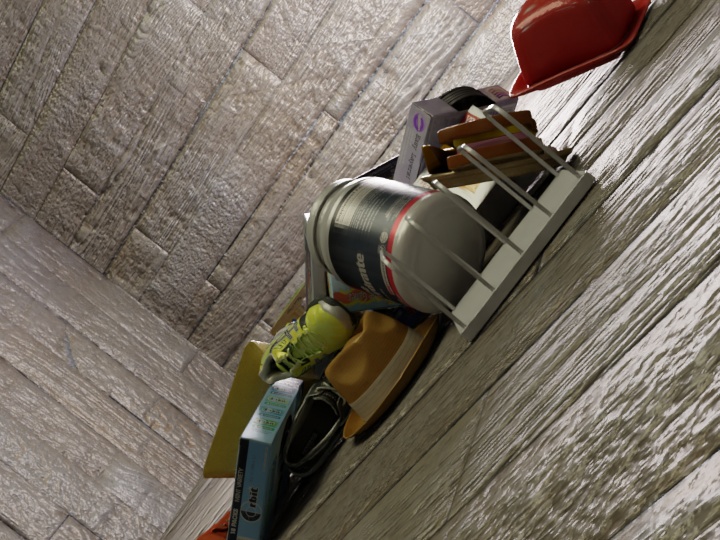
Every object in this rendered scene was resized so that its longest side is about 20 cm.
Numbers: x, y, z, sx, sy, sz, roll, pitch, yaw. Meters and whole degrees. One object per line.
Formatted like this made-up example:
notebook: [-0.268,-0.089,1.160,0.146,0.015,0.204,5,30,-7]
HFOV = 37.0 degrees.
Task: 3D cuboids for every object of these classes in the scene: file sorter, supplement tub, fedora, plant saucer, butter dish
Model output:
file sorter: [0.122,-0.053,1.113,0.201,0.124,0.139,-53,3,5]
supplement tub: [0.040,-0.036,1.300,0.199,0.141,0.141,17,64,49]
fedora: [0.014,0.108,1.291,0.202,0.081,0.201,-53,4,5]
plant saucer: [-0.122,0.212,1.547,0.199,0.048,0.203,17,-88,-59]
butter dish: [0.287,-0.362,1.516,0.198,0.149,0.200,-19,24,34]

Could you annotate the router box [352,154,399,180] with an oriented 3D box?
router box: [0.070,-0.102,1.752,0.199,0.150,0.062,-32,-12,-50]

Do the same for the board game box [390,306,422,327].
board game box: [0.093,0.016,1.598,0.136,0.034,0.200,-53,4,3]

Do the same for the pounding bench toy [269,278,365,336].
pounding bench toy: [-0.018,0.051,1.715,0.201,0.155,0.124,-53,3,18]

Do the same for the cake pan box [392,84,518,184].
cake pan box: [0.131,-0.162,1.543,0.183,0.052,0.202,-21,-44,-39]

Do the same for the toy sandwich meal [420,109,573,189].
toy sandwich meal: [0.156,-0.145,1.275,0.202,0.071,0.205,-11,5,1]

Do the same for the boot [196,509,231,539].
boot: [-0.178,0.362,1.466,0.107,0.075,0.200,-48,1,-14]

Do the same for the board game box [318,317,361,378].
board game box: [-0.045,0.171,1.501,0.105,0.023,0.202,134,155,-60]

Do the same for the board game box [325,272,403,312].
board game box: [0.000,0.000,1.514,0.200,0.103,0.105,-174,77,-84]

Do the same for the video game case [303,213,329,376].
video game case: [-0.065,0.030,1.540,0.182,0.023,0.203,-119,26,-78]

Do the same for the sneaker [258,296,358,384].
sneaker: [-0.067,0.099,1.390,0.077,0.075,0.200,-56,8,-36]

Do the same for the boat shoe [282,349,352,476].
boat shoe: [-0.036,0.173,1.386,0.202,0.071,0.071,-64,-11,-9]

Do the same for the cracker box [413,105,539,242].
cracker box: [0.141,-0.108,1.438,0.201,0.058,0.134,-53,40,2]

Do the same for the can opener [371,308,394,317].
can opener: [0.008,0.113,1.543,0.200,0.053,0.068,132,158,-60]

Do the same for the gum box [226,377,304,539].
gum box: [-0.123,0.255,1.402,0.200,0.044,0.173,-64,-16,-72]
